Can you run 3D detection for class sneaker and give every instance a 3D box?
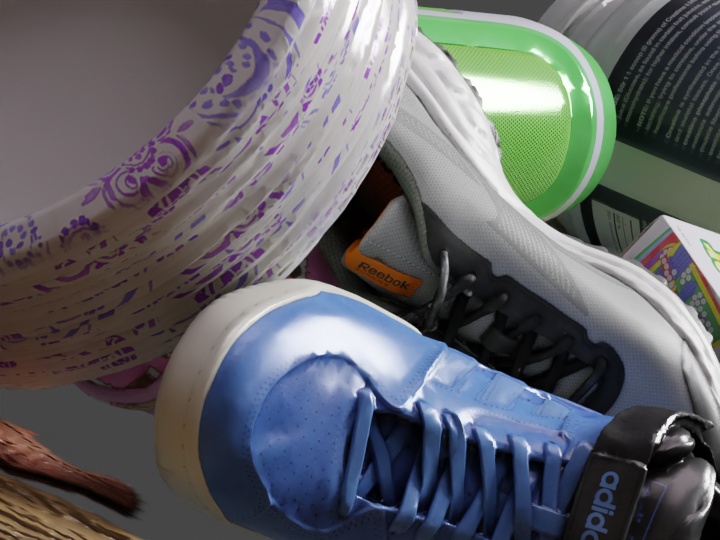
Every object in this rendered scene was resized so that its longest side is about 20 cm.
[{"bbox_3d":[0.037,0.059,0.796,0.111,0.077,0.200,14,-8,37],"label":"sneaker"},{"bbox_3d":[0.038,0.009,0.913,0.200,0.074,0.079,46,33,5],"label":"sneaker"}]

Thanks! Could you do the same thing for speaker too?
[{"bbox_3d":[0.011,-0.057,1.069,0.088,0.089,0.199,26,16,36],"label":"speaker"}]

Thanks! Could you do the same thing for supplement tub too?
[{"bbox_3d":[0.171,-0.045,1.209,0.199,0.141,0.140,27,6,42],"label":"supplement tub"}]

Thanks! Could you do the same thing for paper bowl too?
[{"bbox_3d":[-0.078,-0.056,0.848,0.200,0.201,0.104,26,-16,38],"label":"paper bowl"}]

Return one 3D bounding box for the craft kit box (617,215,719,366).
[{"bbox_3d":[0.192,0.082,0.975,0.197,0.049,0.201,13,37,-47],"label":"craft kit box"}]

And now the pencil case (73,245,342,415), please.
[{"bbox_3d":[-0.020,0.018,0.967,0.086,0.083,0.199,17,1,38],"label":"pencil case"}]
